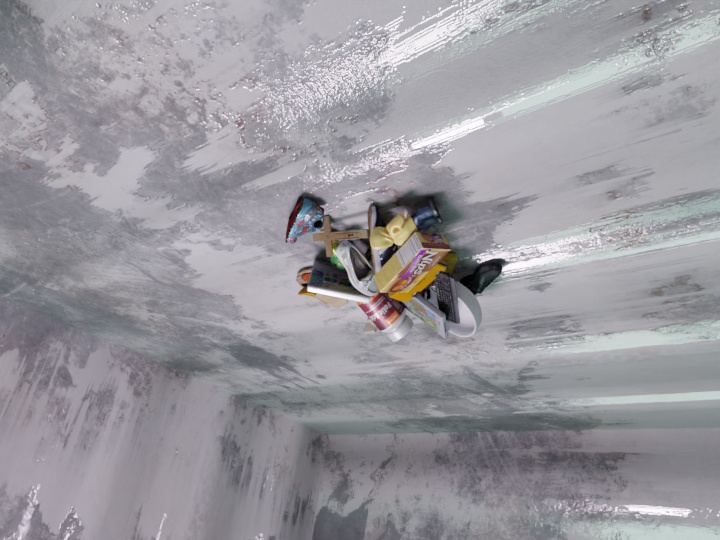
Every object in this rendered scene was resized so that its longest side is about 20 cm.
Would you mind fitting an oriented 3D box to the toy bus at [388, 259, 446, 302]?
[{"bbox_3d":[0.162,0.016,1.674,0.064,0.079,0.200,19,134,-29],"label":"toy bus"}]

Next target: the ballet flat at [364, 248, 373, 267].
[{"bbox_3d":[0.063,-0.053,1.700,0.067,0.076,0.200,20,151,-15],"label":"ballet flat"}]

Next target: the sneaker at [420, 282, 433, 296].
[{"bbox_3d":[0.187,0.046,1.832,0.073,0.088,0.200,-8,147,29],"label":"sneaker"}]

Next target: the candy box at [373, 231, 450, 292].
[{"bbox_3d":[0.138,-0.019,1.551,0.115,0.057,0.200,2,143,-42],"label":"candy box"}]

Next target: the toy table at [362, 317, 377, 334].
[{"bbox_3d":[0.094,0.162,2.051,0.182,0.119,0.198,29,148,-32],"label":"toy table"}]

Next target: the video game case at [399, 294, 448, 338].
[{"bbox_3d":[0.193,0.122,1.824,0.199,0.022,0.183,38,166,25],"label":"video game case"}]

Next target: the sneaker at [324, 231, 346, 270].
[{"bbox_3d":[-0.065,-0.046,1.758,0.082,0.075,0.200,-9,148,24],"label":"sneaker"}]

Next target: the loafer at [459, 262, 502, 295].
[{"bbox_3d":[0.370,0.036,1.770,0.067,0.072,0.200,16,152,-19],"label":"loafer"}]

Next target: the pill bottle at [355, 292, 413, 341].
[{"bbox_3d":[0.079,0.131,1.905,0.201,0.114,0.114,49,142,-9],"label":"pill bottle"}]

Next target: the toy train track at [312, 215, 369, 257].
[{"bbox_3d":[-0.052,-0.100,1.630,0.197,0.117,0.032,-1,-173,37],"label":"toy train track"}]

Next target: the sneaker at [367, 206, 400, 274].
[{"bbox_3d":[0.079,-0.089,1.594,0.106,0.070,0.203,-8,118,-1],"label":"sneaker"}]

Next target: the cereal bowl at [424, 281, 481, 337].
[{"bbox_3d":[0.299,0.104,1.790,0.199,0.083,0.202,35,151,23],"label":"cereal bowl"}]

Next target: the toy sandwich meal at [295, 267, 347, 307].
[{"bbox_3d":[-0.130,0.063,1.987,0.201,0.071,0.206,8,152,4],"label":"toy sandwich meal"}]

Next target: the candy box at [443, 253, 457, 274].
[{"bbox_3d":[0.185,-0.011,1.731,0.196,0.027,0.103,-2,141,-8],"label":"candy box"}]

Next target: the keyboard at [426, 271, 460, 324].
[{"bbox_3d":[0.239,0.074,1.728,0.126,0.021,0.202,24,143,38],"label":"keyboard"}]

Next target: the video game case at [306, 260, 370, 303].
[{"bbox_3d":[-0.062,0.033,1.814,0.196,0.183,0.024,12,117,-3],"label":"video game case"}]

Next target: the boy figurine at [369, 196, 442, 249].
[{"bbox_3d":[0.117,-0.110,1.509,0.198,0.065,0.124,-26,143,14],"label":"boy figurine"}]

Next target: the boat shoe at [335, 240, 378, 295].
[{"bbox_3d":[0.001,-0.002,1.693,0.064,0.074,0.204,19,145,57],"label":"boat shoe"}]

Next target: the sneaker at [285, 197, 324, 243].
[{"bbox_3d":[-0.157,-0.126,1.634,0.094,0.081,0.200,15,152,-15],"label":"sneaker"}]
